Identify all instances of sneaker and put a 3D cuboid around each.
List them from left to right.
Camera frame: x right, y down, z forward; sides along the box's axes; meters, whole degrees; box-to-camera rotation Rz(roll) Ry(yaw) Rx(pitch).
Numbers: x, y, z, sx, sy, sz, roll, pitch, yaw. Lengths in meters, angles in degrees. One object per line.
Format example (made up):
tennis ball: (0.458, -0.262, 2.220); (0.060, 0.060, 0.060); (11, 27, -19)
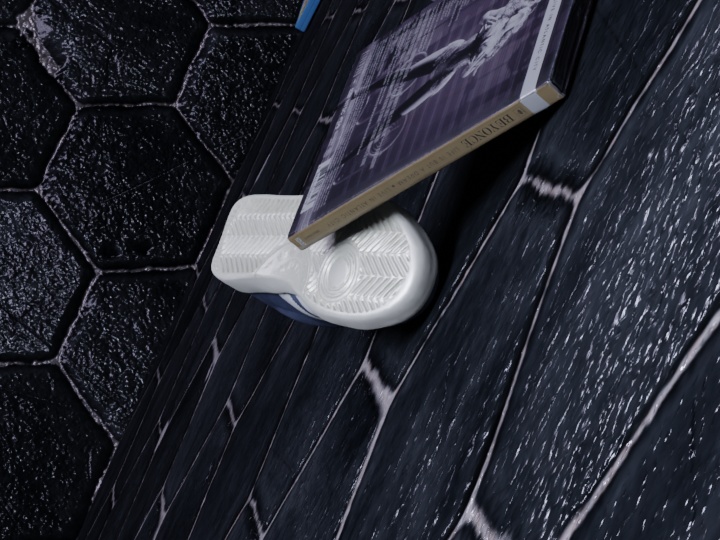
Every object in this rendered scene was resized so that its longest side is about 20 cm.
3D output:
sneaker: (0.000, 0.000, 1.274); (0.200, 0.084, 0.075); (17, 82, 58)

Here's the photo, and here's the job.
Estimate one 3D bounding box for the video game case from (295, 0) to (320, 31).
video game case: (-0.038, -0.452, 3.317); (0.201, 0.018, 0.143); (-61, 7, 23)

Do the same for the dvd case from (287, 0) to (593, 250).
dvd case: (0.048, -0.103, 1.200); (0.200, 0.016, 0.149); (-30, 30, 42)
